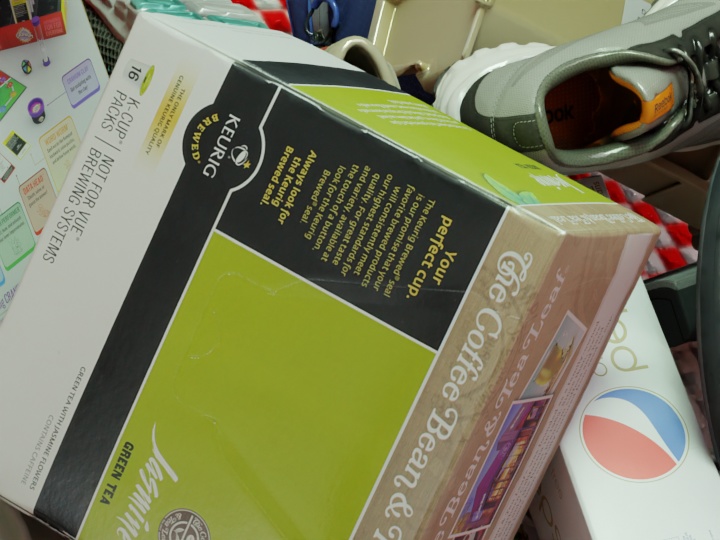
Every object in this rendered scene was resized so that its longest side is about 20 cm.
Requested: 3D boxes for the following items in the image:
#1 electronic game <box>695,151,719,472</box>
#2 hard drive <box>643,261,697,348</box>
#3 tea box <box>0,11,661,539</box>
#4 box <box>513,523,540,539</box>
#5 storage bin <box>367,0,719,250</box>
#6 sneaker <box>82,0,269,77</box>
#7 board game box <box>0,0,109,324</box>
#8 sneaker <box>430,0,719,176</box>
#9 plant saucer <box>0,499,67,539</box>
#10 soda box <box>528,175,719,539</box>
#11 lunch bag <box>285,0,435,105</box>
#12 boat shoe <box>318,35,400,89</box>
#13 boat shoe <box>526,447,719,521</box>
[{"bbox_3d":[0.188,0.026,1.194,0.200,0.042,0.200,10,78,-60],"label":"electronic game"},{"bbox_3d":[0.172,0.010,1.342,0.200,0.140,0.033,-17,88,-41],"label":"hard drive"},{"bbox_3d":[-0.022,0.029,1.089,0.197,0.200,0.134,30,12,19],"label":"tea box"},{"bbox_3d":[0.030,0.183,1.135,0.136,0.038,0.200,14,44,3],"label":"box"},{"bbox_3d":[0.121,-0.133,1.291,0.200,0.094,0.199,25,64,-25],"label":"storage bin"},{"bbox_3d":[-0.111,-0.104,1.307,0.078,0.091,0.200,4,23,-25],"label":"sneaker"},{"bbox_3d":[-0.168,-0.074,1.177,0.153,0.040,0.200,-43,122,-51],"label":"board game box"},{"bbox_3d":[0.131,-0.078,1.182,0.200,0.079,0.074,-20,103,-25],"label":"sneaker"},{"bbox_3d":[-0.184,0.120,1.078,0.200,0.050,0.200,18,45,-19],"label":"plant saucer"},{"bbox_3d":[0.098,0.061,1.170,0.064,0.068,0.200,-9,58,-14],"label":"soda box"},{"bbox_3d":[0.058,-0.111,1.381,0.200,0.132,0.136,-3,77,-33],"label":"lunch bag"},{"bbox_3d":[0.000,0.000,1.184,0.071,0.063,0.200,-2,80,-24],"label":"boat shoe"},{"bbox_3d":[0.147,0.105,1.232,0.200,0.067,0.074,35,45,-13],"label":"boat shoe"}]
